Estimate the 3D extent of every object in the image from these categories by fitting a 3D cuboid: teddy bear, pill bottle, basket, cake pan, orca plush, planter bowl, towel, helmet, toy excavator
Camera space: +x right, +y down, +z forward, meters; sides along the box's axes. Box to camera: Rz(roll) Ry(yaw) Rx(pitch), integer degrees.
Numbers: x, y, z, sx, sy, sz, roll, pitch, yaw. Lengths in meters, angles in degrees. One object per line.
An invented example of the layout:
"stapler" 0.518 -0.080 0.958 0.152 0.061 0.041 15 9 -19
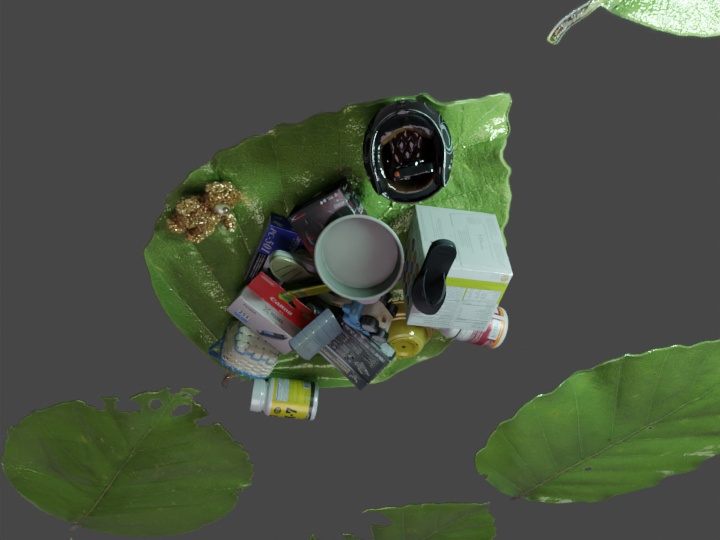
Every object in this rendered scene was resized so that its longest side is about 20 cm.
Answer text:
"teddy bear" -0.350 -0.123 1.377 0.197 0.068 0.146 -19 135 17
"pill bottle" 0.279 0.130 1.613 0.196 0.114 0.114 16 133 -16
"basket" -0.306 0.222 1.670 0.174 0.141 0.200 26 138 -24
"cake pan" -0.002 -0.032 1.329 0.196 0.037 0.204 3 116 6
"pill bottle" -0.231 0.386 1.851 0.196 0.116 0.115 8 134 -9
"orca plush" -0.122 0.138 1.623 0.070 0.107 0.201 -2 146 -26
"planter bowl" 0.116 0.182 1.680 0.196 0.084 0.203 -1 134 -1
"towel" -0.091 0.045 1.431 0.196 0.018 0.086 -12 172 6
"helmet" 0.093 -0.230 1.199 0.196 0.191 0.204 1 100 5
"toy excavator" -0.028 0.093 1.569 0.197 0.101 0.195 7 152 32

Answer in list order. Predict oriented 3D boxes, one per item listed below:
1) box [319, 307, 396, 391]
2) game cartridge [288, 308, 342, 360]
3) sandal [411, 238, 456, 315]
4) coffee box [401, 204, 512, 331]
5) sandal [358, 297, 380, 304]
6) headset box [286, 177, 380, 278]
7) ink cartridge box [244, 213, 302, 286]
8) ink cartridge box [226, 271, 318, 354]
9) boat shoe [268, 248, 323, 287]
"box" -0.022 0.212 1.667 0.199 0.048 0.159 41 127 2
"game cartridge" -0.111 0.162 1.516 0.129 0.039 0.200 -36 164 -6
"sandal" 0.150 0.023 1.270 0.074 0.043 0.203 3 133 -4
"coffee box" 0.210 -0.003 1.417 0.196 0.202 0.200 5 135 -7
"sandal" 0.009 -0.020 1.474 0.078 0.059 0.210 -7 113 15
"headset box" -0.048 -0.082 1.378 0.147 0.075 0.202 -25 110 22
"ink cartridge box" -0.207 -0.041 1.477 0.092 0.045 0.201 16 132 -19
"ink cartridge box" -0.219 0.112 1.536 0.199 0.045 0.176 39 139 -13
"boat shoe" -0.144 -0.011 1.435 0.074 0.070 0.199 -23 149 26
